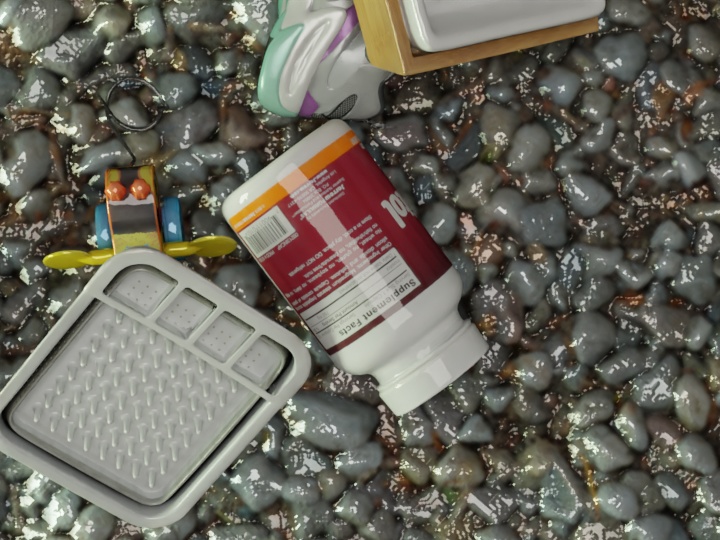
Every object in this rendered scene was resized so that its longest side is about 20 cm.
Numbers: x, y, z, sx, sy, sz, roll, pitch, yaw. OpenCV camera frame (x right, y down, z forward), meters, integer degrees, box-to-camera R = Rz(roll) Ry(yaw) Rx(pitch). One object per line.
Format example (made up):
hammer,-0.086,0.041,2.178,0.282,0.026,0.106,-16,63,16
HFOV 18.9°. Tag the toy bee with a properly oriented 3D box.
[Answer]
toy bee,-0.168,-0.032,1.552,0.131,0.109,0.200,-27,92,0

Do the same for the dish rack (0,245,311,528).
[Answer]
dish rack,-0.153,0.078,1.544,0.172,0.044,0.200,32,112,-23

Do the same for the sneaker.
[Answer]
sneaker,0.010,-0.201,1.578,0.140,0.078,0.200,12,100,-4

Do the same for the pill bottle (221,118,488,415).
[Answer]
pill bottle,0.000,0.000,1.557,0.113,0.113,0.200,-37,93,-2

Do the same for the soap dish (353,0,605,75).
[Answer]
soap dish,0.073,-0.227,1.533,0.200,0.081,0.157,-17,93,-40
